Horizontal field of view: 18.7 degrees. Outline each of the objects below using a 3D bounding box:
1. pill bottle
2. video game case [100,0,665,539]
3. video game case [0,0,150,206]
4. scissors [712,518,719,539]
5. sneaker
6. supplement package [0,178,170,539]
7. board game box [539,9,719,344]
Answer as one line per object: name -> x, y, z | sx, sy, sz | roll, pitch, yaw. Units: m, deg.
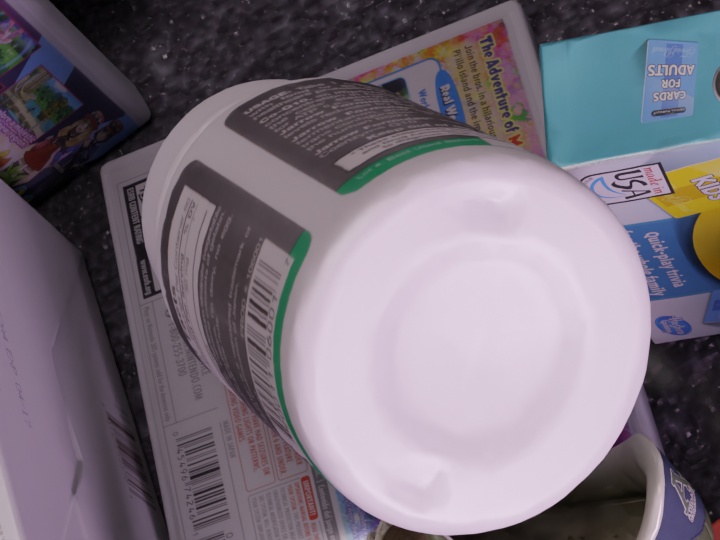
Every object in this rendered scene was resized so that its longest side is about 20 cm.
pill bottle -> 0.000, 0.000, 0.696 | 0.113, 0.113, 0.200 | -48, 24, -3
video game case -> 0.002, 0.017, 0.813 | 0.181, 0.024, 0.201 | -20, 62, 12
video game case -> -0.190, -0.047, 0.811 | 0.182, 0.200, 0.023 | -36, 65, 4
scissors -> 0.137, 0.077, 0.740 | 0.073, 0.014, 0.201 | 32, 84, 31
sneaker -> 0.016, 0.101, 0.694 | 0.199, 0.090, 0.067 | -15, 48, -2
supplement package -> -0.151, 0.070, 0.773 | 0.110, 0.156, 0.201 | -24, 62, 8
board game box -> 0.172, -0.037, 0.696 | 0.198, 0.151, 0.047 | -10, 65, 17
